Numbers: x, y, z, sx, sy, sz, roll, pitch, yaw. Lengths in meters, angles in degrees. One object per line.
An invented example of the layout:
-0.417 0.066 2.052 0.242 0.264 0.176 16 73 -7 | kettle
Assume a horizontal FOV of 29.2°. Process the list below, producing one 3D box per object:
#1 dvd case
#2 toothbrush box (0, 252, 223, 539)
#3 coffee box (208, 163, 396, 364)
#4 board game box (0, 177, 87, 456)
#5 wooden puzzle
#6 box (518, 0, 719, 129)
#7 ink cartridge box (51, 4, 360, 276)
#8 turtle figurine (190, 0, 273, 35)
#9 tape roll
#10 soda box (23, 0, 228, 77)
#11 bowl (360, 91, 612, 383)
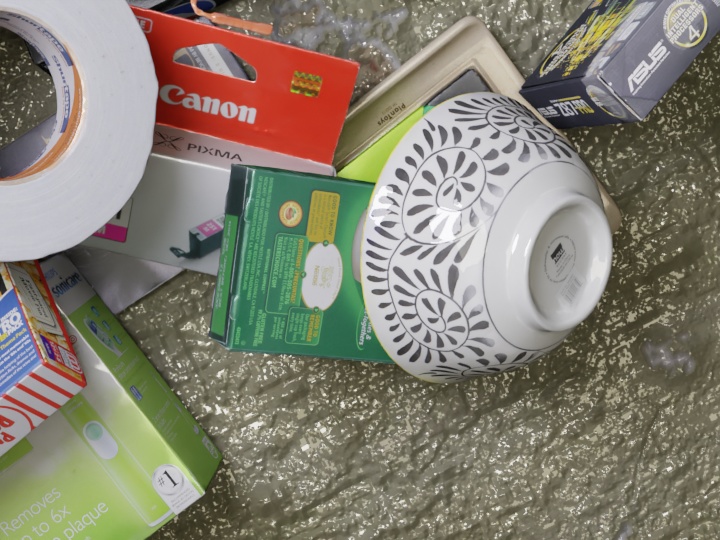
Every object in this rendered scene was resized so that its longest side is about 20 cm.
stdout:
-0.156 -0.073 1.024 0.199 0.016 0.149 -33 96 1 | dvd case
-0.219 0.113 1.002 0.145 0.086 0.201 -36 95 9 | toothbrush box
0.000 0.000 0.946 0.198 0.044 0.124 5 96 -27 | coffee box
-0.279 0.041 0.922 0.151 0.046 0.201 -38 53 9 | board game box
0.070 -0.055 1.016 0.184 0.037 0.201 -38 101 1 | wooden puzzle
0.208 -0.185 0.938 0.049 0.161 0.200 42 86 -14 | box
-0.113 -0.082 0.957 0.198 0.044 0.175 13 126 -6 | ink cartridge box
-0.130 -0.249 0.918 0.198 0.064 0.163 22 102 -2 | turtle figurine
-0.228 -0.105 0.849 0.198 0.066 0.203 -2 94 -26 | tape roll
-0.148 -0.210 0.980 0.199 0.063 0.071 -26 84 2 | soda box
0.103 -0.012 0.911 0.199 0.094 0.203 -12 109 -39 | bowl
